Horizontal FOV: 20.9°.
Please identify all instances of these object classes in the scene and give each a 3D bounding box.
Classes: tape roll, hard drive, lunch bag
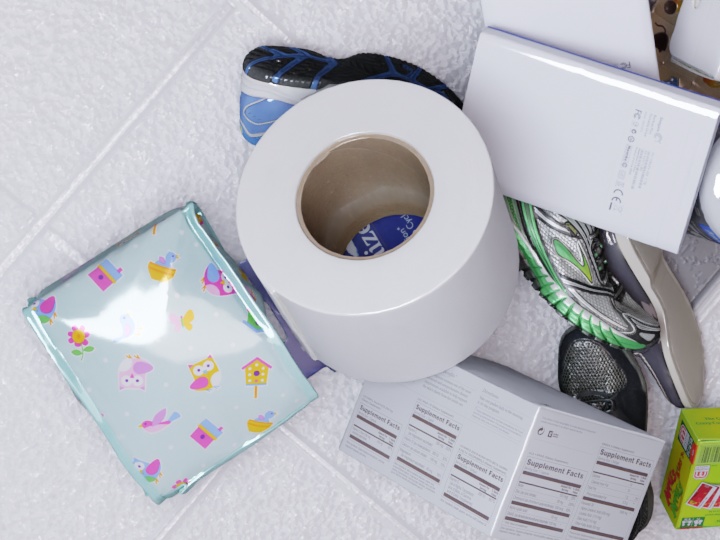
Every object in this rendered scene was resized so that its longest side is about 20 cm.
[{"bbox_3d":[0.016,-0.029,1.526,0.203,0.139,0.203,-5,65,11],"label":"tape roll"},{"bbox_3d":[0.179,-0.105,1.574,0.200,0.025,0.132,20,120,14],"label":"hard drive"},{"bbox_3d":[-0.150,0.067,1.578,0.170,0.122,0.200,-33,97,-4],"label":"lunch bag"},{"bbox_3d":[0.169,-0.201,1.590,0.132,0.025,0.200,-8,112,9],"label":"hard drive"}]

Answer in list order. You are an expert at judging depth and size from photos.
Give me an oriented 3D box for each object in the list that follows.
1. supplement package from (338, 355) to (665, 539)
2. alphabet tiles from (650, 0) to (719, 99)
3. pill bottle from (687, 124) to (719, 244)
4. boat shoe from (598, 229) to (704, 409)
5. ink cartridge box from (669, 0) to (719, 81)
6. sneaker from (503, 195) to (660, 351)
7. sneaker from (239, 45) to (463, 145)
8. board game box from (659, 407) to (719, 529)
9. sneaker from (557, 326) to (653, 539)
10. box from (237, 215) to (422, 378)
[{"bbox_3d":[0.113,0.142,1.589,0.156,0.200,0.111,18,95,-40],"label":"supplement package"},{"bbox_3d":[0.302,-0.156,1.711,0.167,0.008,0.200,30,91,-16],"label":"alphabet tiles"},{"bbox_3d":[0.318,-0.074,1.619,0.114,0.200,0.114,-2,99,-13],"label":"pill bottle"},{"bbox_3d":[0.245,0.035,1.710,0.063,0.073,0.200,-12,112,33],"label":"boat shoe"},{"bbox_3d":[0.382,-0.219,1.655,0.200,0.083,0.147,8,107,-23],"label":"ink cartridge box"},{"bbox_3d":[0.179,-0.011,1.638,0.200,0.078,0.085,45,101,2],"label":"sneaker"},{"bbox_3d":[-0.008,-0.133,1.618,0.200,0.076,0.077,8,122,-16],"label":"sneaker"},{"bbox_3d":[0.375,0.172,1.737,0.200,0.048,0.102,-1,124,-13],"label":"board game box"},{"bbox_3d":[0.206,0.148,1.675,0.076,0.114,0.200,-4,101,17],"label":"sneaker"},{"bbox_3d":[0.000,0.000,1.651,0.200,0.032,0.121,-33,104,-6],"label":"box"}]
